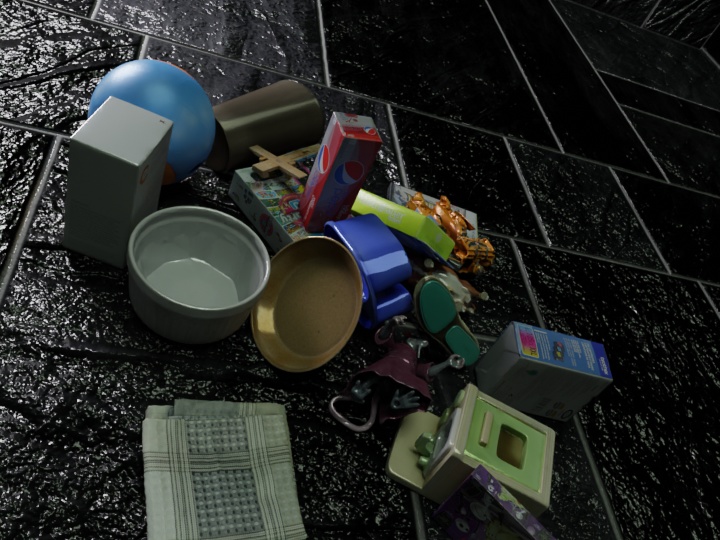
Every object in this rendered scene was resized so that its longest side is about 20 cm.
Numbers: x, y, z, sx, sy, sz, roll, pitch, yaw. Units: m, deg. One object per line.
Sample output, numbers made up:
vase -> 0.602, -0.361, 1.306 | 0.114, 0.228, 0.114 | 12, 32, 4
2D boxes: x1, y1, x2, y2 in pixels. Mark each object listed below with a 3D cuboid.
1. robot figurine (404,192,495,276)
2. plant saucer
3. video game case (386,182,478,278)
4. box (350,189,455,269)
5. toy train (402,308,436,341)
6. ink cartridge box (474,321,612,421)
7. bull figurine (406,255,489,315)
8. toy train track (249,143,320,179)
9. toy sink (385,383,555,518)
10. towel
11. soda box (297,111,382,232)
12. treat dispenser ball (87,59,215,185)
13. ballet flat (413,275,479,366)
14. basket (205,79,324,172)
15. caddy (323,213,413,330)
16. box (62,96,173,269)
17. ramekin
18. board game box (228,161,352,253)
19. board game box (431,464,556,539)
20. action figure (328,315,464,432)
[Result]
robot figurine -> 0.171, -0.066, 1.231 | 0.144, 0.058, 0.200 | 1, 39, -39
plant saucer -> -0.073, 0.050, 0.963 | 0.035, 0.200, 0.201 | 27, 27, -54
video game case -> 0.143, -0.084, 1.313 | 0.199, 0.026, 0.181 | 19, 42, -10
box -> 0.073, -0.076, 1.141 | 0.199, 0.048, 0.122 | 28, -3, 37
toy train -> 0.069, 0.051, 1.131 | 0.199, 0.034, 0.046 | 35, 38, 8
ink cartridge box -> 0.303, 0.169, 1.058 | 0.199, 0.137, 0.077 | 16, 45, -13
bull figurine -> 0.127, 0.018, 1.146 | 0.199, 0.066, 0.121 | 25, 2, -13
toy train track -> -0.126, -0.192, 1.186 | 0.114, 0.033, 0.200 | 32, 34, 17
toy sink -> 0.155, 0.250, 0.914 | 0.199, 0.112, 0.131 | 28, 41, 0
towel -> -0.167, 0.245, 0.806 | 0.191, 0.035, 0.201 | 4, 46, -24
soda box -> -0.037, -0.151, 1.057 | 0.069, 0.201, 0.064 | 1, 48, -26
treat dispenser ball -> -0.340, -0.240, 1.080 | 0.199, 0.202, 0.202 | 15, 42, -14
ballet flat -> 0.125, 0.079, 1.043 | 0.067, 0.201, 0.062 | -38, 33, -8
basket -> -0.200, -0.268, 1.237 | 0.199, 0.137, 0.180 | -28, 32, -37
caddy -> 0.000, 0.000, 1.028 | 0.104, 0.142, 0.200 | -20, 40, -16
box -> -0.352, -0.124, 0.955 | 0.097, 0.201, 0.125 | 21, 41, -7
ramekin -> -0.238, 0.012, 0.951 | 0.199, 0.105, 0.201 | 15, 42, -14
board game box -> -0.116, -0.105, 1.168 | 0.147, 0.064, 0.200 | -22, 61, -41
board game box -> 0.191, 0.351, 0.825 | 0.200, 0.120, 0.032 | 43, 46, 18
action figure -> 0.060, 0.156, 0.989 | 0.134, 0.149, 0.200 | 41, 22, -2
